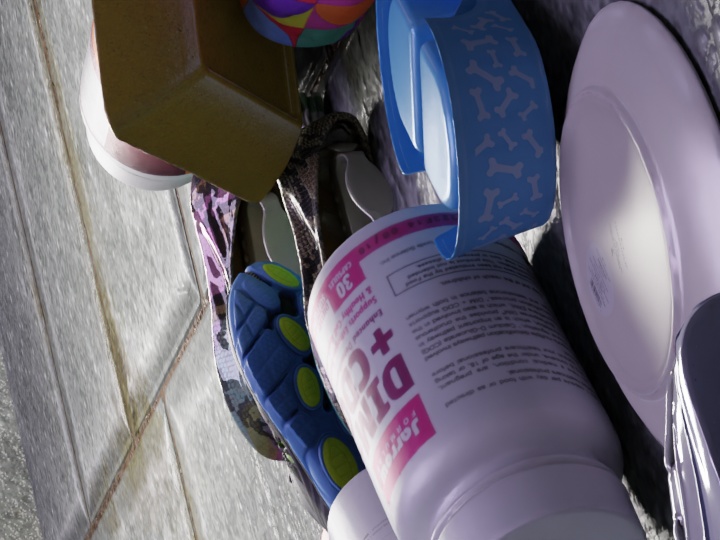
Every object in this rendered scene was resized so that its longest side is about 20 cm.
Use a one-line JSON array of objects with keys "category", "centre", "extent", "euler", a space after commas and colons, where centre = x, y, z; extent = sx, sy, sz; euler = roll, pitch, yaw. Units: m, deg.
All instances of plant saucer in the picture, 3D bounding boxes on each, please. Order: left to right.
[{"category": "plant saucer", "centre": [-0.087, -0.154, 1.598], "extent": [0.200, 0.048, 0.201], "euler": [24, -124, -65]}]

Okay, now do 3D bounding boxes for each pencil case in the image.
[{"category": "pencil case", "centre": [-0.016, -0.182, 1.505], "extent": [0.200, 0.088, 0.089], "euler": [124, 134, -72]}]

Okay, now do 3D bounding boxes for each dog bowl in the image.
[{"category": "dog bowl", "centre": [0.048, -0.082, 1.348], "extent": [0.200, 0.049, 0.112], "euler": [-111, 16, -63]}]

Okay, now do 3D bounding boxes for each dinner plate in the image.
[{"category": "dinner plate", "centre": [0.118, -0.014, 1.226], "extent": [0.200, 0.024, 0.201], "euler": [169, 90, -77]}]

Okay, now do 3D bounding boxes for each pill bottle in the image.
[{"category": "pill bottle", "centre": [-0.118, -0.120, 1.791], "extent": [0.200, 0.109, 0.110], "euler": [121, 136, -72]}, {"category": "pill bottle", "centre": [0.055, 0.072, 1.349], "extent": [0.200, 0.113, 0.114], "euler": [-115, 20, -44]}]

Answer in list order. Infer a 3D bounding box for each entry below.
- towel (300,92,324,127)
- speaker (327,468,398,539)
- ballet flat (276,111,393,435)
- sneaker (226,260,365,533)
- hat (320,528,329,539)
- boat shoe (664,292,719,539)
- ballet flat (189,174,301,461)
[{"category": "towel", "centre": [-0.014, 0.007, 1.767], "extent": [0.149, 0.031, 0.200], "euler": [100, 153, -60]}, {"category": "speaker", "centre": [0.047, 0.186, 1.538], "extent": [0.200, 0.081, 0.081], "euler": [-120, 24, -52]}, {"category": "ballet flat", "centre": [0.000, 0.000, 1.635], "extent": [0.075, 0.068, 0.200], "euler": [-42, 56, 50]}, {"category": "sneaker", "centre": [-0.029, 0.091, 1.696], "extent": [0.200, 0.071, 0.083], "euler": [63, 153, -7]}, {"category": "hat", "centre": [-0.024, 0.296, 1.909], "extent": [0.200, 0.166, 0.176], "euler": [44, 132, -15]}, {"category": "boat shoe", "centre": [0.156, 0.109, 1.089], "extent": [0.065, 0.073, 0.201], "euler": [110, 157, -73]}, {"category": "ballet flat", "centre": [-0.056, 0.024, 1.773], "extent": [0.071, 0.069, 0.201], "euler": [2, 106, 55]}]
